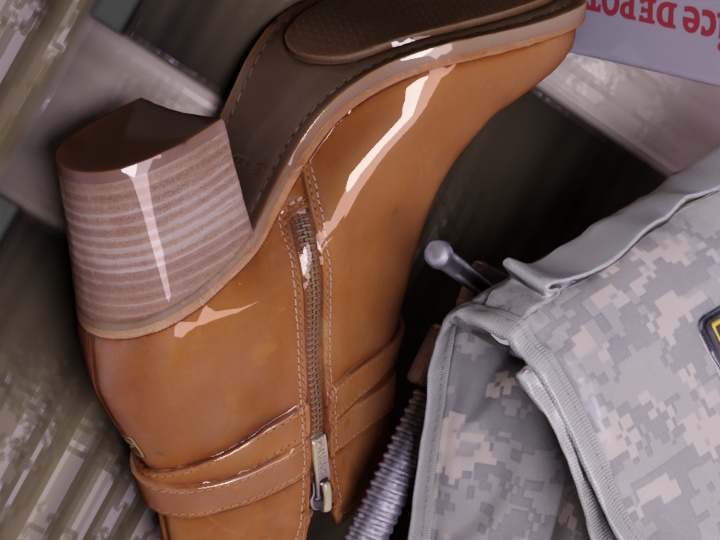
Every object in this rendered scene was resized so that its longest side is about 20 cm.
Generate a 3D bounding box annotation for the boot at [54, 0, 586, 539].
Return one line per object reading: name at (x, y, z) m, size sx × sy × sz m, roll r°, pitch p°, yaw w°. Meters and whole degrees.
boot at (0.000, 0.000, 0.930) m, size 0.200 × 0.077 × 0.156 m, roll -31°, pitch 122°, yaw -32°

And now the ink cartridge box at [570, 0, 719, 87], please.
ink cartridge box at (0.144, -0.158, 0.934) m, size 0.084 × 0.144 × 0.201 m, roll -2°, pitch 102°, yaw -29°

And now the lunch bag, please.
lunch bag at (0.102, 0.064, 0.925) m, size 0.164 × 0.117 × 0.201 m, roll -31°, pitch 129°, yaw -36°

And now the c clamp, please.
c clamp at (0.008, 0.088, 0.941) m, size 0.201 × 0.027 × 0.171 m, roll -67°, pitch 158°, yaw 4°
